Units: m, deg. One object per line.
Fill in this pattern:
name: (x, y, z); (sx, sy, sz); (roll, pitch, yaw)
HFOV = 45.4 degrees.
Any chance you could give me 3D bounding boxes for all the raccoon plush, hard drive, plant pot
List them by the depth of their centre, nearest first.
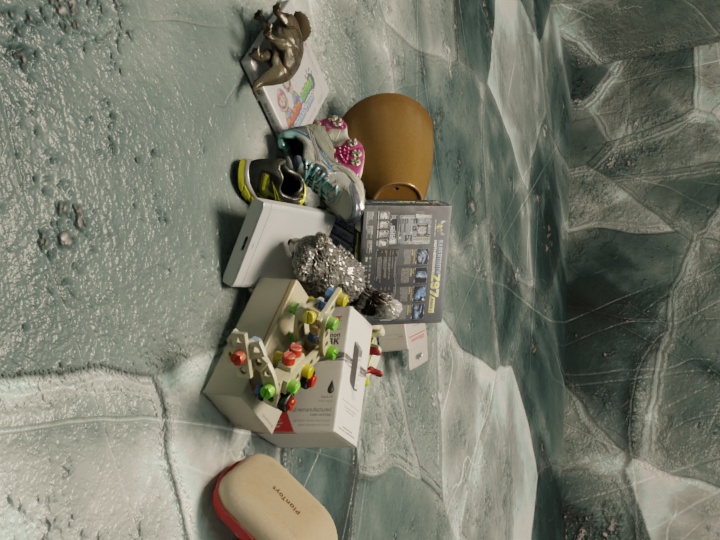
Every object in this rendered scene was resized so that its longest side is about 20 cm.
raccoon plush: (-0.019, 0.002, 1.294); (0.134, 0.197, 0.098); (119, -14, -79)
hard drive: (-0.119, -0.037, 1.316); (0.199, 0.026, 0.134); (3, 112, -61)
plant pot: (0.056, -0.184, 1.545); (0.202, 0.184, 0.187); (-98, 164, -47)

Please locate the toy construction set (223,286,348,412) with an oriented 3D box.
toy construction set: (-0.094, 0.107, 1.157); (0.199, 0.091, 0.133); (-24, 135, -47)

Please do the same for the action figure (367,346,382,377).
action figure: (-0.040, 0.187, 1.452); (0.198, 0.051, 0.067); (-21, 118, -39)

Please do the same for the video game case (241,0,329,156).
video game case: (-0.121, -0.326, 1.450); (0.184, 0.023, 0.202); (65, 32, -36)

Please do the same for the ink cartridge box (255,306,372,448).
ink cartridge box: (-0.071, 0.164, 1.327); (0.084, 0.142, 0.203); (47, 44, -52)

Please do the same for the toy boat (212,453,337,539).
toy boat: (-0.130, 0.367, 1.198); (0.200, 0.131, 0.130); (43, 26, 9)

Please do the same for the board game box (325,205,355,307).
board game box: (0.000, 0.000, 1.455); (0.198, 0.062, 0.202); (29, 92, -25)

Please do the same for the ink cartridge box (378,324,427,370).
ink cartridge box: (0.081, 0.096, 1.755); (0.116, 0.066, 0.204); (-12, 95, -64)

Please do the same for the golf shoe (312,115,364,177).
golf shoe: (-0.034, -0.189, 1.488); (0.201, 0.074, 0.093); (-110, -170, -51)

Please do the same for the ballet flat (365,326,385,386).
ballet flat: (0.010, 0.131, 1.596); (0.067, 0.066, 0.203); (55, 38, -45)

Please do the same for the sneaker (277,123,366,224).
sneaker: (-0.068, -0.149, 1.369); (0.085, 0.078, 0.201); (-9, 54, -44)

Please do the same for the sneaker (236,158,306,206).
sneaker: (-0.116, -0.108, 1.349); (0.200, 0.083, 0.076); (44, 47, -54)

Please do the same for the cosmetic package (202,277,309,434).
cosmetic package: (-0.137, 0.120, 1.245); (0.104, 0.072, 0.202); (58, 44, -45)

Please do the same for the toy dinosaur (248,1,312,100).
toy dinosaur: (-0.121, -0.349, 1.345); (0.102, 0.076, 0.203); (30, 52, -43)

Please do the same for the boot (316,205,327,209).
boot: (-0.009, -0.018, 1.527); (0.209, 0.079, 0.161); (19, 86, -39)

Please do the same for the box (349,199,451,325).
box: (0.064, -0.013, 1.413); (0.051, 0.155, 0.204); (-139, -130, -67)
